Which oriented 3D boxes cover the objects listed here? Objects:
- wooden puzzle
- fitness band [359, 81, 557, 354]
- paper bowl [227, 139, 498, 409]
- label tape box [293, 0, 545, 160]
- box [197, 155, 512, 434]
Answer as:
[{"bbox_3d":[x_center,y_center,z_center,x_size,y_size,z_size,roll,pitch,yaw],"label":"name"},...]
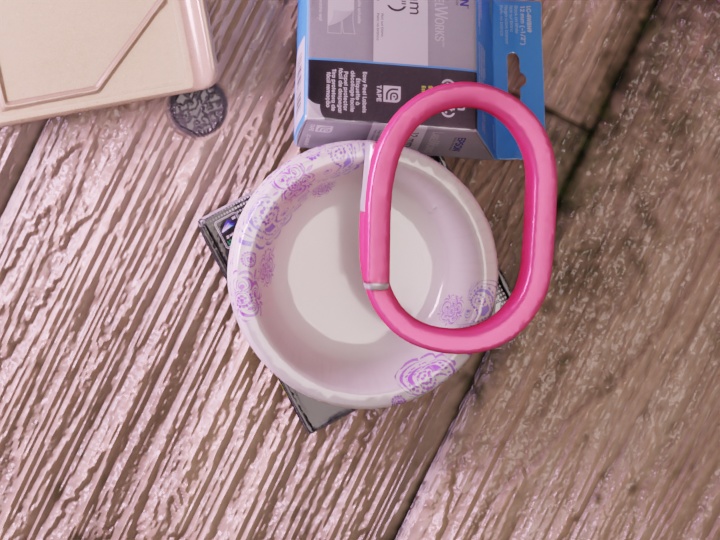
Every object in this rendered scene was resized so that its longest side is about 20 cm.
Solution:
[{"bbox_3d":[-0.223,-0.216,1.653,0.200,0.037,0.185,-11,97,-3],"label":"wooden puzzle"},{"bbox_3d":[0.072,-0.038,1.559,0.144,0.037,0.200,2,95,-9],"label":"fitness band"},{"bbox_3d":[-0.001,0.001,1.621,0.200,0.104,0.201,0,93,-8],"label":"paper bowl"},{"bbox_3d":[0.051,-0.165,1.654,0.200,0.066,0.143,3,71,-7],"label":"label tape box"},{"bbox_3d":[0.000,0.000,1.696,0.200,0.048,0.193,-27,95,-5],"label":"box"}]
